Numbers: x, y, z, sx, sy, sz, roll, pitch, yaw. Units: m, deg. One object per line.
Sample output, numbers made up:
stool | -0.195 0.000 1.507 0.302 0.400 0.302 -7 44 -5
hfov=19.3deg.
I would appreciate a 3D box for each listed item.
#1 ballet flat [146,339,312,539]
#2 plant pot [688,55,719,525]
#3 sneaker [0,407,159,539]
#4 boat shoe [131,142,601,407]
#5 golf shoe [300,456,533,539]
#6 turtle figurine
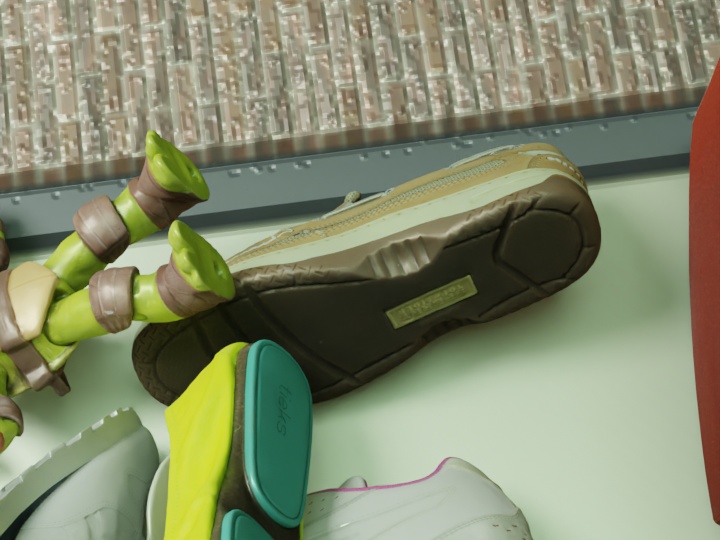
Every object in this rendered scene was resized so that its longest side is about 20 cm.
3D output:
ballet flat | -0.052 0.104 0.780 0.067 0.067 0.200 -30 31 19
plant pot | 0.221 0.020 0.805 0.199 0.200 0.177 10 79 5
sneaker | -0.117 0.118 0.789 0.076 0.200 0.081 -41 94 26
boat shoe | 0.000 0.000 0.883 0.200 0.072 0.076 -17 34 3
golf shoe | -0.024 0.133 0.831 0.200 0.075 0.092 -14 45 -2
turtle figurine | -0.129 0.024 0.841 0.161 0.064 0.200 -28 37 13
